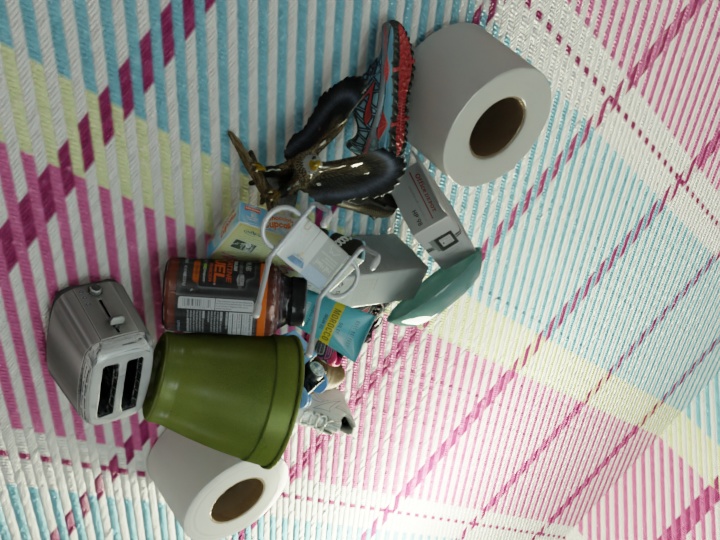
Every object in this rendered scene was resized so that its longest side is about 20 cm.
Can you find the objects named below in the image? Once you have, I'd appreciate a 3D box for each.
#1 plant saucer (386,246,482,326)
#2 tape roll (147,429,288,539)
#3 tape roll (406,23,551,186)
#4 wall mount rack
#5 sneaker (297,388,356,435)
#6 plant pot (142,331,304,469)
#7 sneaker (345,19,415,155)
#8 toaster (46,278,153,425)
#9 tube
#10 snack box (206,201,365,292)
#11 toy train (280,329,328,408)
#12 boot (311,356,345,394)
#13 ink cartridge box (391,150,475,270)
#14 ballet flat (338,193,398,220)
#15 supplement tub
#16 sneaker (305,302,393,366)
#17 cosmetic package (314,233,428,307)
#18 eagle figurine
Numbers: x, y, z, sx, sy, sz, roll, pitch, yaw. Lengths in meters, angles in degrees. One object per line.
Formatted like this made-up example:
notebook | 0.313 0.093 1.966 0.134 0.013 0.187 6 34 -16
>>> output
plant saucer | 0.132 0.035 1.736 0.200 0.036 0.200 -38 -174 4
tape roll | -0.243 0.342 1.767 0.203 0.139 0.203 -26 141 -23
tape roll | 0.161 -0.245 1.536 0.203 0.139 0.203 -27 143 -23
wall mount rack | -0.069 0.010 1.408 0.174 0.075 0.200 -52 130 -3
sneaker | -0.078 0.256 1.884 0.200 0.087 0.075 11 120 -48
plant pot | -0.205 0.169 1.493 0.193 0.200 0.200 15 119 -19
sneaker | 0.018 -0.251 1.452 0.079 0.095 0.200 -25 123 -67
toaster | -0.359 0.120 1.427 0.114 0.129 0.200 -12 135 -36
tube | -0.080 0.061 1.575 0.077 0.200 0.050 -66 171 15
snack box | -0.108 -0.029 1.495 0.200 0.037 0.116 17 144 -25
toy train | -0.137 0.191 1.683 0.200 0.114 0.087 -46 173 36
boot | -0.082 0.184 1.803 0.200 0.075 0.074 12 88 -52
ink cartridge box | 0.107 -0.093 1.655 0.067 0.116 0.200 -30 151 10
ballet flat | -0.014 -0.110 1.592 0.046 0.067 0.200 -40 154 26
supplement tub | -0.177 0.038 1.471 0.200 0.107 0.107 4 132 -7
sneaker | 0.003 0.087 1.799 0.200 0.075 0.081 -41 145 -4
cosmetic package | 0.000 0.000 1.681 0.200 0.101 0.071 -6 131 -40
eagle figurine | -0.055 -0.153 1.421 0.200 0.151 0.152 -28 132 -9
